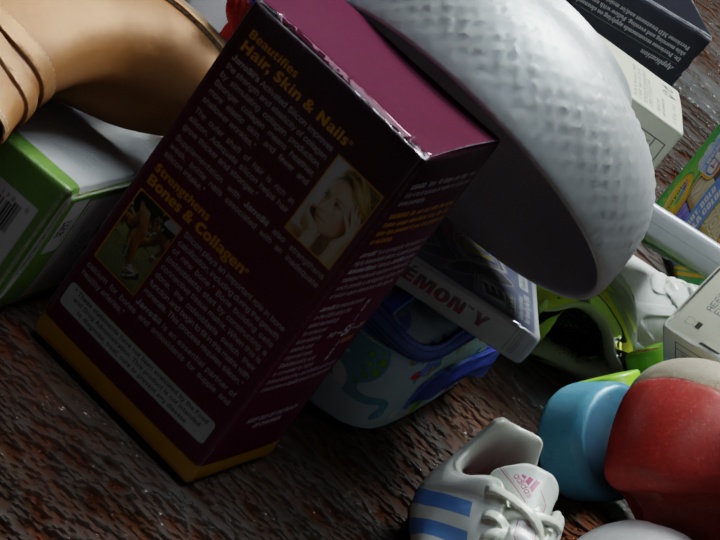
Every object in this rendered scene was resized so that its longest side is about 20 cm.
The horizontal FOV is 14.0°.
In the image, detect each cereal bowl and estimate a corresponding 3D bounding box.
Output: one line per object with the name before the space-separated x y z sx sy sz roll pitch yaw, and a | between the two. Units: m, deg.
cereal bowl | 0.071 -0.084 1.428 0.200 0.083 0.200 44 -13 13

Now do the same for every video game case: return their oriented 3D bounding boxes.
video game case | 0.015 -0.051 1.540 0.182 0.023 0.200 33 23 -14
video game case | 0.116 -0.058 1.700 0.200 0.022 0.182 32 2 -7

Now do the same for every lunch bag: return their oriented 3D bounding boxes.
lunch bag | 0.000 0.000 1.559 0.161 0.083 0.200 44 23 10

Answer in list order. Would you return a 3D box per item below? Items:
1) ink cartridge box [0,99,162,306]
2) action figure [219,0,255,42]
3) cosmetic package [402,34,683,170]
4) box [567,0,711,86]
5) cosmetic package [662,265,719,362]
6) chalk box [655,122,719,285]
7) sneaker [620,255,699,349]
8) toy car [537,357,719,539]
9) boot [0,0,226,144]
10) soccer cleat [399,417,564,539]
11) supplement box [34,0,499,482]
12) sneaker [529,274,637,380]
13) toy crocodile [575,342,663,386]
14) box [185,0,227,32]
ink cartridge box | -0.171 -0.067 1.434 0.148 0.076 0.200 41 18 10
action figure | -0.045 -0.131 1.397 0.051 0.200 0.066 22 37 -12
cosmetic package | 0.062 -0.102 1.549 0.200 0.105 0.071 36 20 -10
box | 0.081 -0.144 1.838 0.199 0.182 0.104 29 22 -22
cosmetic package | 0.219 0.092 1.536 0.103 0.200 0.073 33 62 28
chalk box | 0.290 -0.034 2.021 0.124 0.124 0.200 30 22 -18
sneaker | 0.223 0.037 1.803 0.200 0.100 0.078 42 21 11
toy car | 0.155 0.164 1.419 0.200 0.184 0.177 -52 120 -30
boot | -0.147 -0.091 1.315 0.199 0.074 0.155 24 22 -10
soccer cleat | 0.060 0.139 1.355 0.070 0.086 0.200 30 23 -19
supplement box | -0.044 -0.016 1.349 0.110 0.200 0.086 43 23 15
sneaker | 0.085 -0.001 1.700 0.199 0.076 0.077 28 23 -20
toy crocodile | 0.150 0.085 1.647 0.200 0.062 0.068 -22 97 -60
box | -0.165 -0.167 1.461 0.199 0.060 0.117 23 14 11
